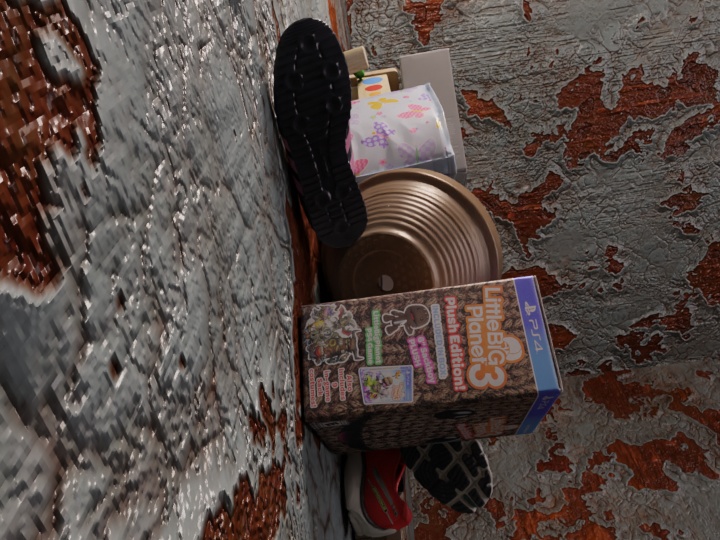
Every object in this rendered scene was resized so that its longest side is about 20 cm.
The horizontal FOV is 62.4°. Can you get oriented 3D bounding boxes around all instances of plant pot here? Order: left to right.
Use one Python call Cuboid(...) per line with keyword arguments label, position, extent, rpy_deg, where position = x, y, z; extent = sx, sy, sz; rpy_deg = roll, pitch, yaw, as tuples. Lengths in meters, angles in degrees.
Cuboid(label="plant pot", position=(0.039, 0.002, 0.610), extent=(0.093, 0.198, 0.204), rpy_deg=(-37, 122, -62))

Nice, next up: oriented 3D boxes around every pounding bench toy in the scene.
Cuboid(label="pounding bench toy", position=(0.004, -0.260, 0.918), extent=(0.157, 0.122, 0.202), rpy_deg=(-92, 173, -54))

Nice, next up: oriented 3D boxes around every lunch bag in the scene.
Cuboid(label="lunch bag", position=(0.029, -0.146, 0.761), extent=(0.201, 0.167, 0.128), rpy_deg=(-94, 170, -61))

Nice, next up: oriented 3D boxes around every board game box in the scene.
Cuboid(label="board game box", position=(0.058, 0.093, 0.534), extent=(0.160, 0.197, 0.098), rpy_deg=(74, 10, -63))

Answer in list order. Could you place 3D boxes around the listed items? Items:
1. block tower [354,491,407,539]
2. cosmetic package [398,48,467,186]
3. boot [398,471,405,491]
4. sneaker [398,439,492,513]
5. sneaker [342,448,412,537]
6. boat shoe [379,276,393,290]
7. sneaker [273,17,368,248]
Cuboid(label="block tower", position=(0.027, 0.309, 0.737), extent=(0.200, 0.057, 0.055), rpy_deg=(77, 7, -72))
Cuboid(label="cosmetic package", position=(0.113, -0.228, 0.934), extent=(0.107, 0.089, 0.203), rpy_deg=(48, 37, -78))
Cuboid(label="boot", position=(0.065, 0.327, 1.154), extent=(0.200, 0.067, 0.191), rpy_deg=(50, 33, -84))
Cuboid(label="sneaker", position=(0.073, 0.161, 0.640), extent=(0.201, 0.077, 0.079), rpy_deg=(52, 13, 23))
Cuboid(label="sneaker", position=(0.024, 0.199, 0.674), extent=(0.078, 0.084, 0.202), rpy_deg=(80, 5, -47))
Cuboid(label="boat shoe", position=(-0.001, 0.020, 0.714), extent=(0.071, 0.069, 0.203), rpy_deg=(-129, -145, -65))
Cuboid(label="sneaker", position=(-0.043, -0.124, 0.541), extent=(0.082, 0.069, 0.202), rpy_deg=(-123, -157, -58))
